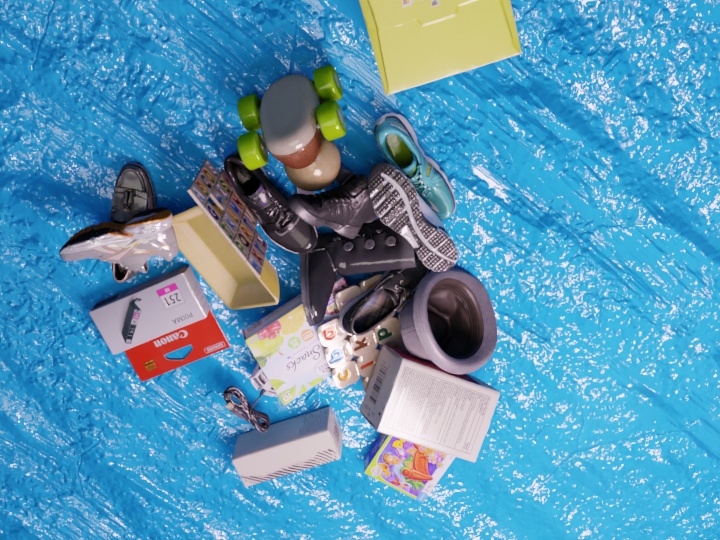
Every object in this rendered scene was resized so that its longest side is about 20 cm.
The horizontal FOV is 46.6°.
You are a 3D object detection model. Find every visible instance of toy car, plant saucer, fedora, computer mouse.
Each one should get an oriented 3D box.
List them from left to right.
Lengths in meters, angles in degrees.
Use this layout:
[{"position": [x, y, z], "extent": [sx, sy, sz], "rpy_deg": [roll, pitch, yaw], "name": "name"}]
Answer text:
[{"position": [-0.224, -0.029, 1.379], "extent": [0.049, 0.198, 0.201], "rpy_deg": [-48, 110, -27], "name": "plant saucer"}, {"position": [-0.157, 0.188, 1.508], "extent": [0.109, 0.044, 0.201], "rpy_deg": [36, 98, -18], "name": "computer mouse"}, {"position": [-0.081, -0.192, 1.326], "extent": [0.161, 0.161, 0.201], "rpy_deg": [-17, 141, 13], "name": "toy car"}, {"position": [0.137, 0.091, 1.415], "extent": [0.089, 0.198, 0.181], "rpy_deg": [-21, 85, 42], "name": "fedora"}]

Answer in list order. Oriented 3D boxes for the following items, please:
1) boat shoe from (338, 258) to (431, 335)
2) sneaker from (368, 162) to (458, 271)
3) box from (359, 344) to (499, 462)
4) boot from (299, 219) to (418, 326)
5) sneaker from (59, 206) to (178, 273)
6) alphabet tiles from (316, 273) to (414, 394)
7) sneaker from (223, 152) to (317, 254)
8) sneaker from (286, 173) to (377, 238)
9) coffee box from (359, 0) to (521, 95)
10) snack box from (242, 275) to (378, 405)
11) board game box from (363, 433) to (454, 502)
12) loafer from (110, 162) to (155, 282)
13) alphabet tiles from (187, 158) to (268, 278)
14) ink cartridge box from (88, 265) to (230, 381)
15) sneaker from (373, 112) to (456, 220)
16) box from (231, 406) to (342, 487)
[{"position": [0.051, 0.041, 1.403], "extent": [0.199, 0.056, 0.069], "rpy_deg": [-40, 111, -9], "name": "boat shoe"}, {"position": [0.077, -0.087, 1.322], "extent": [0.073, 0.080, 0.201], "rpy_deg": [-34, 108, 11], "name": "sneaker"}, {"position": [0.117, 0.225, 1.430], "extent": [0.196, 0.109, 0.131], "rpy_deg": [21, 91, -19], "name": "box"}, {"position": [0.000, -0.001, 1.378], "extent": [0.195, 0.169, 0.066], "rpy_deg": [-7, 157, 5], "name": "boot"}, {"position": [-0.389, -0.031, 1.355], "extent": [0.195, 0.076, 0.094], "rpy_deg": [-13, 114, 7], "name": "sneaker"}, {"position": [0.025, 0.113, 1.446], "extent": [0.192, 0.015, 0.204], "rpy_deg": [-24, 108, -16], "name": "alphabet tiles"}, {"position": [-0.151, -0.103, 1.342], "extent": [0.076, 0.088, 0.200], "rpy_deg": [-43, 92, 5], "name": "sneaker"}, {"position": [-0.025, -0.114, 1.315], "extent": [0.105, 0.060, 0.198], "rpy_deg": [-53, 144, 14], "name": "sneaker"}, {"position": [0.099, -0.389, 1.173], "extent": [0.195, 0.199, 0.204], "rpy_deg": [-15, 113, 9], "name": "coffee box"}, {"position": [-0.086, 0.117, 1.449], "extent": [0.198, 0.053, 0.144], "rpy_deg": [-32, 112, -6], "name": "snack box"}, {"position": [0.110, 0.323, 1.565], "extent": [0.132, 0.045, 0.202], "rpy_deg": [27, 112, -9], "name": "board game box"}, {"position": [-0.386, -0.075, 1.404], "extent": [0.070, 0.063, 0.205], "rpy_deg": [9, 114, -1], "name": "loafer"}, {"position": [-0.200, -0.091, 1.314], "extent": [0.007, 0.201, 0.168], "rpy_deg": [-33, 109, 13], "name": "alphabet tiles"}, {"position": [-0.356, 0.106, 1.493], "extent": [0.196, 0.044, 0.176], "rpy_deg": [-21, 110, 11], "name": "ink cartridge box"}, {"position": [0.083, -0.156, 1.340], "extent": [0.077, 0.080, 0.201], "rpy_deg": [-33, 109, 15], "name": "sneaker"}, {"position": [-0.135, 0.329, 1.560], "extent": [0.196, 0.083, 0.070], "rpy_deg": [-19, 113, 12], "name": "box"}]
